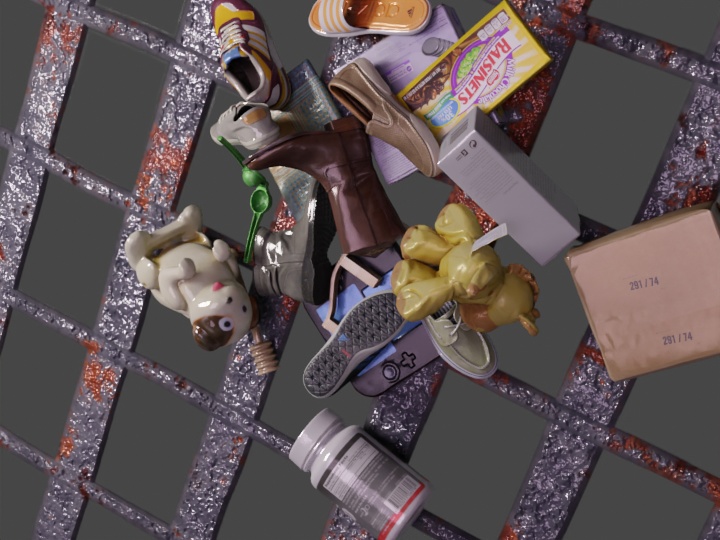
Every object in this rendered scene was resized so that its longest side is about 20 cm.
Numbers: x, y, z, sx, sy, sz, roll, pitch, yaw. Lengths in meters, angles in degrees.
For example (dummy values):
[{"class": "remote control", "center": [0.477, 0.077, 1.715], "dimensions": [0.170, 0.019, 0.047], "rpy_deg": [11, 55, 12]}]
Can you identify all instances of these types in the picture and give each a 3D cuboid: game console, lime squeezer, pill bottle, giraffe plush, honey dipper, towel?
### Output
[{"class": "game console", "center": [0.023, 0.068, 1.649], "dimensions": [0.177, 0.031, 0.200], "rpy_deg": [-35, 84, 24]}, {"class": "lime squeezer", "center": [-0.164, -0.115, 1.629], "dimensions": [0.038, 0.070, 0.201], "rpy_deg": [30, 138, 49]}, {"class": "pill bottle", "center": [0.000, 0.301, 1.649], "dimensions": [0.200, 0.114, 0.114], "rpy_deg": [37, 110, 14]}, {"class": "giraffe plush", "center": [0.161, 0.017, 1.500], "dimensions": [0.200, 0.162, 0.173], "rpy_deg": [-14, 51, 42]}, {"class": "honey dipper", "center": [-0.172, 0.062, 1.732], "dimensions": [0.038, 0.038, 0.201], "rpy_deg": [-21, 86, 24]}, {"class": "towel", "center": [-0.082, -0.189, 1.661], "dimensions": [0.146, 0.022, 0.201], "rpy_deg": [-31, 84, 24]}]

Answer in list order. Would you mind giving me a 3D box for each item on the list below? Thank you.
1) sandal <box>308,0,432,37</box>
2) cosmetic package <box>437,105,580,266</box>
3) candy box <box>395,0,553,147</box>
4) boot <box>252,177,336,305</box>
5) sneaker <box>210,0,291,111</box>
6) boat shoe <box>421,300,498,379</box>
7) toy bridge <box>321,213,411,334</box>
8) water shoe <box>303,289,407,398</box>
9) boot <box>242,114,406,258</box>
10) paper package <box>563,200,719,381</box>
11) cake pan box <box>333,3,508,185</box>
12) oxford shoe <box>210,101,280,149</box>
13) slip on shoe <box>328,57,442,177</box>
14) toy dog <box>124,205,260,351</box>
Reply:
[{"class": "sandal", "center": [0.004, -0.369, 1.549], "dimensions": [0.206, 0.059, 0.080], "rpy_deg": [9, 80, 36]}, {"class": "cosmetic package", "center": [0.196, -0.111, 1.473], "dimensions": [0.200, 0.102, 0.071], "rpy_deg": [42, 114, -12]}, {"class": "candy box", "center": [0.149, -0.256, 1.497], "dimensions": [0.200, 0.026, 0.102], "rpy_deg": [-40, 86, 22]}, {"class": "boot", "center": [-0.104, -0.050, 1.648], "dimensions": [0.130, 0.068, 0.201], "rpy_deg": [12, 100, 31]}, {"class": "sneaker", "center": [-0.173, -0.326, 1.632], "dimensions": [0.075, 0.090, 0.200], "rpy_deg": [-36, 75, 22]}, {"class": "boat shoe", "center": [0.120, 0.071, 1.576], "dimensions": [0.072, 0.062, 0.200], "rpy_deg": [-40, 85, -6]}, {"class": "toy bridge", "center": [0.000, 0.000, 1.625], "dimensions": [0.067, 0.027, 0.200], "rpy_deg": [35, 104, 14]}, {"class": "water shoe", "center": [-0.003, 0.101, 1.612], "dimensions": [0.200, 0.079, 0.072], "rpy_deg": [-43, 78, 9]}, {"class": "boot", "center": [-0.048, -0.098, 1.558], "dimensions": [0.186, 0.064, 0.201], "rpy_deg": [-20, 94, -7]}, {"class": "paper package", "center": [0.392, 0.028, 1.446], "dimensions": [0.199, 0.103, 0.191], "rpy_deg": [-20, 91, 24]}, {"class": "cake pan box", "center": [0.080, -0.241, 1.568], "dimensions": [0.200, 0.052, 0.185], "rpy_deg": [-28, 84, 24]}, {"class": "oxford shoe", "center": [-0.169, -0.213, 1.605], "dimensions": [0.075, 0.200, 0.058], "rpy_deg": [-32, 110, -16]}, {"class": "slip on shoe", "center": [0.034, -0.199, 1.517], "dimensions": [0.060, 0.076, 0.200], "rpy_deg": [-33, 79, -19]}, {"class": "toy dog", "center": [-0.245, 0.033, 1.681], "dimensions": [0.200, 0.139, 0.194], "rpy_deg": [40, 134, 32]}]
